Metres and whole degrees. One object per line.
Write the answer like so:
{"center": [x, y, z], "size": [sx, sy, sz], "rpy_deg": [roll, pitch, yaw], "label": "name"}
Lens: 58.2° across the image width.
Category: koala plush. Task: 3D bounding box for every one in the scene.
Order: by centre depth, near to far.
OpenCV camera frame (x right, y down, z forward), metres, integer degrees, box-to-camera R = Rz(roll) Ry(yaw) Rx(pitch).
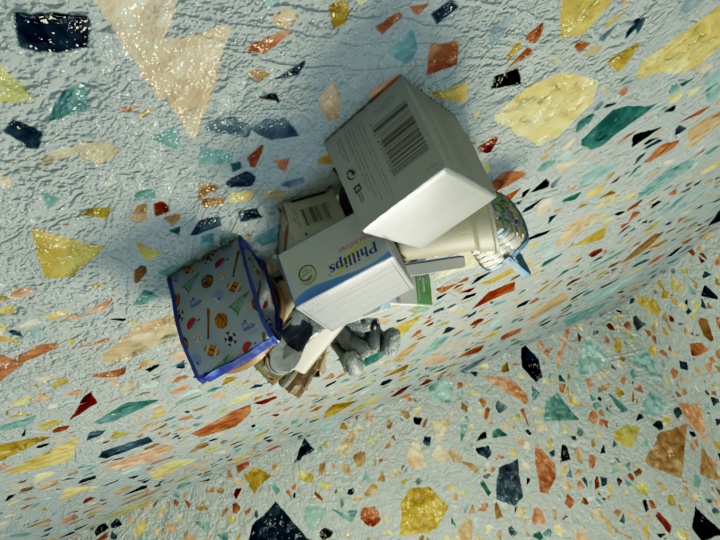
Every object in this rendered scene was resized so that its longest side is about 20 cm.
{"center": [-0.005, 0.118, 1.623], "size": [0.174, 0.184, 0.204], "rpy_deg": [-25, 140, -24], "label": "koala plush"}

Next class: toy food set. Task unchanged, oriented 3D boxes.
{"center": [-0.136, 0.119, 1.343], "size": [0.144, 0.061, 0.198], "rpy_deg": [-49, 132, 9], "label": "toy food set"}

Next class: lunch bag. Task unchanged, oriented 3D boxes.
{"center": [-0.233, 0.079, 1.142], "size": [0.167, 0.203, 0.124], "rpy_deg": [-29, 146, 9], "label": "lunch bag"}

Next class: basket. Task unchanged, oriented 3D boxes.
{"center": [0.300, -0.081, 1.426], "size": [0.138, 0.179, 0.199], "rpy_deg": [-35, 146, 19], "label": "basket"}

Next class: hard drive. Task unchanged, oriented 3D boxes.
{"center": [0.124, -0.005, 1.322], "size": [0.128, 0.026, 0.200], "rpy_deg": [-8, 179, -9], "label": "hard drive"}

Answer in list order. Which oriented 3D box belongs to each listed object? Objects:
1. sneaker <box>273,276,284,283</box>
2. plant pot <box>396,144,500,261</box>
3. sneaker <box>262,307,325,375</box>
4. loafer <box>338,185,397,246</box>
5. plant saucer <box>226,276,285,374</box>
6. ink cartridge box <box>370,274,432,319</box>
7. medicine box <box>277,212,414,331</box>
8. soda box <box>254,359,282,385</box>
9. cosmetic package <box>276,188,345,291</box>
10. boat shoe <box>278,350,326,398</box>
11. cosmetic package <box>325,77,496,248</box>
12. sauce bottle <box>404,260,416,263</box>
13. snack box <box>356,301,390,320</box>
{"center": [-0.181, 0.075, 1.388], "size": [0.111, 0.077, 0.201], "rpy_deg": [-17, 155, -11], "label": "sneaker"}
{"center": [0.148, -0.107, 1.208], "size": [0.178, 0.206, 0.201], "rpy_deg": [-15, 161, 8], "label": "plant pot"}
{"center": [-0.128, 0.121, 1.266], "size": [0.129, 0.079, 0.202], "rpy_deg": [-27, -150, 59], "label": "sneaker"}
{"center": [0.007, -0.101, 1.195], "size": [0.071, 0.072, 0.201], "rpy_deg": [-25, 140, 5], "label": "loafer"}
{"center": [-0.224, 0.101, 1.228], "size": [0.197, 0.204, 0.032], "rpy_deg": [-29, 138, 12], "label": "plant saucer"}
{"center": [0.045, 0.053, 1.484], "size": [0.195, 0.087, 0.144], "rpy_deg": [5, 162, -29], "label": "ink cartridge box"}
{"center": [-0.019, 0.003, 1.118], "size": [0.179, 0.105, 0.200], "rpy_deg": [-27, 158, 6], "label": "medicine box"}
{"center": [-0.162, 0.170, 1.517], "size": [0.064, 0.068, 0.201], "rpy_deg": [-43, -175, 45], "label": "soda box"}
{"center": [-0.092, -0.048, 1.184], "size": [0.101, 0.089, 0.201], "rpy_deg": [-18, 157, -20], "label": "cosmetic package"}
{"center": [-0.116, 0.223, 1.538], "size": [0.201, 0.072, 0.076], "rpy_deg": [-49, -175, -38], "label": "boat shoe"}
{"center": [0.081, -0.157, 1.013], "size": [0.163, 0.168, 0.198], "rpy_deg": [-34, 156, 25], "label": "cosmetic package"}
{"center": [0.083, -0.038, 1.435], "size": [0.065, 0.067, 0.200], "rpy_deg": [-27, 157, 9], "label": "sauce bottle"}
{"center": [0.000, 0.000, 1.316], "size": [0.113, 0.037, 0.205], "rpy_deg": [-17, 120, -20], "label": "snack box"}
